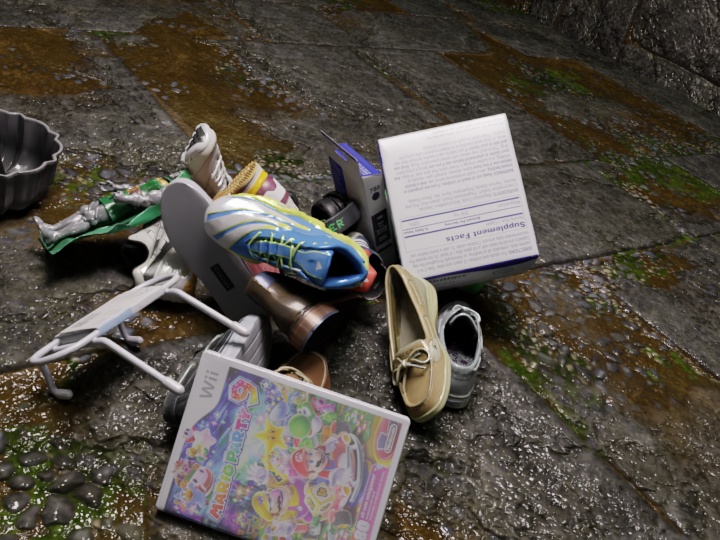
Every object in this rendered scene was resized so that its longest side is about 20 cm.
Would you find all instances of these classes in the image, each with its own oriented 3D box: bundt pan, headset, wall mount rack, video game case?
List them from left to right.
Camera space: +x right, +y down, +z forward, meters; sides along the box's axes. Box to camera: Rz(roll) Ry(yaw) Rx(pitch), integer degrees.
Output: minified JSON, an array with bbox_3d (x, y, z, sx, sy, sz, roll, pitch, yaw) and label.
[{"bbox_3d":[-0.498,-0.139,1.014,0.197,0.077,0.203,13,31,-8],"label":"bundt pan"},{"bbox_3d":[-0.218,0.068,0.768,0.170,0.076,0.200,-10,19,29],"label":"wall mount rack"},{"bbox_3d":[-0.068,0.171,0.686,0.195,0.147,0.018,18,-3,2],"label":"video game case"},{"bbox_3d":[-0.071,-0.071,1.079,0.122,0.095,0.200,-30,10,-7],"label":"headset"}]

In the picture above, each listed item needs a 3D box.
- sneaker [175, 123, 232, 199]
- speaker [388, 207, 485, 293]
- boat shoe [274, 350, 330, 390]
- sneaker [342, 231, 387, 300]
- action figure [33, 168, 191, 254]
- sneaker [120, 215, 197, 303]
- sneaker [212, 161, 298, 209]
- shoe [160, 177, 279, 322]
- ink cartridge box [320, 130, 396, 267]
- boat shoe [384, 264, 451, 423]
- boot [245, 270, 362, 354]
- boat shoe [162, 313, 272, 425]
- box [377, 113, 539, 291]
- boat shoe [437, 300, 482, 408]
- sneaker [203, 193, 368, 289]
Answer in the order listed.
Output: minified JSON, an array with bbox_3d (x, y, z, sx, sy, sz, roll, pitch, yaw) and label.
[{"bbox_3d":[-0.210,-0.134,1.065,0.080,0.200,0.076,27,69,-6],"label":"sneaker"},{"bbox_3d":[0.105,-0.046,1.159,0.198,0.090,0.088,31,33,23],"label":"speaker"},{"bbox_3d":[-0.072,0.139,0.787,0.074,0.075,0.201,19,31,4],"label":"boat shoe"},{"bbox_3d":[0.000,0.000,1.015,0.083,0.076,0.200,30,10,6],"label":"sneaker"},{"bbox_3d":[-0.301,-0.081,0.962,0.197,0.056,0.117,-25,29,-24],"label":"action figure"},{"bbox_3d":[-0.260,-0.039,0.975,0.086,0.077,0.201,3,33,-22],"label":"sneaker"},{"bbox_3d":[-0.156,-0.063,1.009,0.090,0.199,0.076,41,59,-15],"label":"sneaker"},{"bbox_3d":[-0.164,-0.029,0.933,0.070,0.203,0.091,-24,19,18],"label":"shoe"},{"bbox_3d":[0.000,-0.103,1.089,0.039,0.203,0.099,-29,47,-16],"label":"ink cartridge box"},{"bbox_3d":[0.059,0.082,0.906,0.063,0.073,0.204,34,39,-32],"label":"boat shoe"},{"bbox_3d":[-0.061,0.034,0.909,0.096,0.075,0.200,38,10,10],"label":"boot"},{"bbox_3d":[-0.149,0.098,0.816,0.069,0.074,0.200,-1,17,13],"label":"boat shoe"},{"bbox_3d":[0.129,-0.086,1.053,0.179,0.105,0.205,-11,77,1],"label":"box"},{"bbox_3d":[0.129,0.086,0.973,0.068,0.073,0.202,17,31,1],"label":"boat shoe"},{"bbox_3d":[-0.074,-0.031,0.845,0.196,0.078,0.105,17,3,-15],"label":"sneaker"}]
